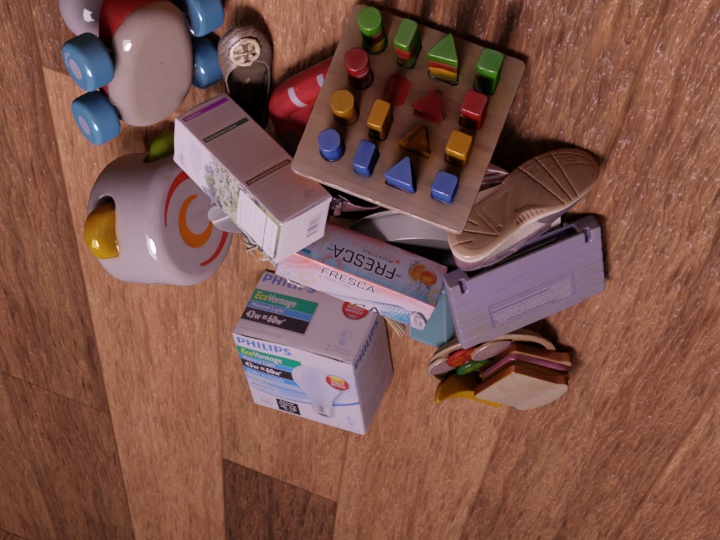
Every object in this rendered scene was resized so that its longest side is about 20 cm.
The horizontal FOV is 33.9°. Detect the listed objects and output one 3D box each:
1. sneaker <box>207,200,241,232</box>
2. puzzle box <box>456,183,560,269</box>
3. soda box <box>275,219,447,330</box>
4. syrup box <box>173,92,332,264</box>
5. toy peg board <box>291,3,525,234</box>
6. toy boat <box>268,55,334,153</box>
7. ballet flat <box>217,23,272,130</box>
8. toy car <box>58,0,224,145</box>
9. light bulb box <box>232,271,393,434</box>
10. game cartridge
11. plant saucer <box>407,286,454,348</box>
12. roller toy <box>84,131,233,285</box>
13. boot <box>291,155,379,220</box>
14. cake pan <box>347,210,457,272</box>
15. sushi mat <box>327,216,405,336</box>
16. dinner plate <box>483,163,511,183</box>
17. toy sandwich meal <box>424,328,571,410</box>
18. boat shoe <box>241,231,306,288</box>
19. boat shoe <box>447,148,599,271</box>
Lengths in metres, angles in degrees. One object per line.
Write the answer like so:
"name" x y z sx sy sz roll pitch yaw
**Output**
"sneaker" -0.106 -0.083 1.597 0.200 0.080 0.070 16 141 -22
"puzzle box" 0.181 -0.028 1.447 0.133 0.025 0.200 -19 138 -7
"soda box" 0.000 0.000 1.444 0.200 0.064 0.068 22 149 -1
"syrup box" -0.131 -0.111 1.395 0.200 0.081 0.079 45 148 21
"toy peg board" 0.048 -0.170 1.241 0.200 0.199 0.098 21 175 7
"toy boat" -0.030 -0.166 1.375 0.200 0.131 0.131 -18 127 46
"ballet flat" -0.136 -0.218 1.429 0.067 0.046 0.200 -10 149 -11
"toy car" -0.290 -0.286 1.390 0.200 0.184 0.177 46 153 22
"light bulb box" -0.068 0.126 1.798 0.198 0.125 0.200 13 145 18
"game cartridge" 0.204 0.016 1.460 0.200 0.038 0.130 -22 142 -5
"plant saucer" 0.090 0.055 1.577 0.070 0.019 0.200 19 155 14
"roller toy" -0.275 -0.069 1.610 0.140 0.200 0.182 2 145 32
"boot" -0.069 -0.111 1.474 0.200 0.072 0.166 13 178 -5
"cake pan" 0.078 -0.025 1.510 0.200 0.037 0.200 2 160 1
"sushi mat" 0.010 -0.004 1.604 0.012 0.096 0.200 -24 125 22
"dinner plate" 0.079 -0.120 1.382 0.200 0.024 0.200 2 180 0
"toy sandwich meal" 0.190 0.146 1.654 0.205 0.070 0.205 -6 153 -3
"boat shoe" -0.112 -0.045 1.507 0.075 0.068 0.200 12 161 49
"boat shoe" 0.183 -0.068 1.344 0.072 0.200 0.065 49 166 20
